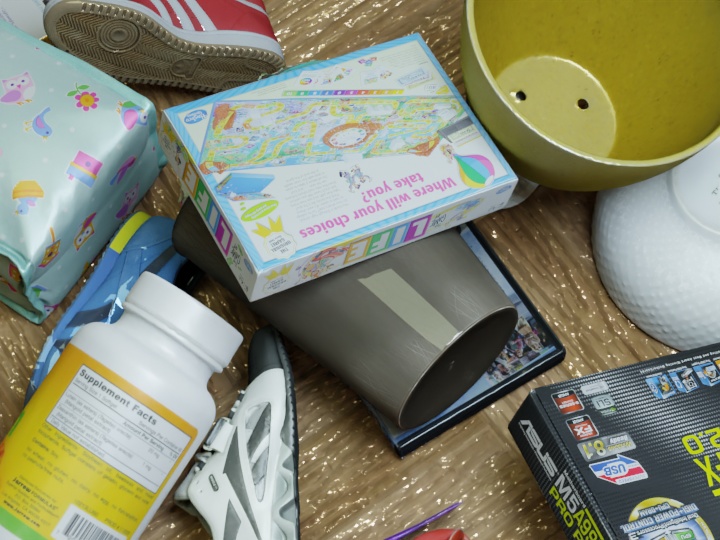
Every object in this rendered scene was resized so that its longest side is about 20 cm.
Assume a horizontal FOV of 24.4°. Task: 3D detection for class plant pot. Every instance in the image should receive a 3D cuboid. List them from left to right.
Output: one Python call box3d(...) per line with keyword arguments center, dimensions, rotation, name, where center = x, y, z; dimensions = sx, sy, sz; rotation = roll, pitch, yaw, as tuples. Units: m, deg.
box3d(center=(0.150, -0.135, 1.148), dimensions=(0.198, 0.142, 0.202), rotation=(4, 68, -11), name="plant pot")

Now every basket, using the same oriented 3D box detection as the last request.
box3d(center=(0.000, 0.000, 1.140), dimensions=(0.180, 0.137, 0.200), rotation=(-30, 65, -32), name="basket")

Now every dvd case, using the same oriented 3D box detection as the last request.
box3d(center=(0.038, 0.021, 1.209), dimensions=(0.142, 0.018, 0.201), rotation=(-29, 62, -11), name="dvd case")

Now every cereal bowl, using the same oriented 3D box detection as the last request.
box3d(center=(0.265, -0.044, 1.189), dimensions=(0.198, 0.084, 0.202), rotation=(-2, 60, 4), name="cereal bowl")

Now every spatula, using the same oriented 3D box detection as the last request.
box3d(center=(-0.010, 0.215, 1.094), dimensions=(0.200, 0.057, 0.021), rotation=(-43, 85, -11), name="spatula")

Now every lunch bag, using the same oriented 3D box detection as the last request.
box3d(center=(-0.271, -0.087, 1.237), dimensions=(0.199, 0.122, 0.171), rotation=(30, 70, 13), name="lunch bag")

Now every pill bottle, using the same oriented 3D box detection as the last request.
box3d(center=(-0.166, 0.106, 1.105), dimensions=(0.110, 0.111, 0.201), rotation=(30, 81, 20), name="pill bottle")

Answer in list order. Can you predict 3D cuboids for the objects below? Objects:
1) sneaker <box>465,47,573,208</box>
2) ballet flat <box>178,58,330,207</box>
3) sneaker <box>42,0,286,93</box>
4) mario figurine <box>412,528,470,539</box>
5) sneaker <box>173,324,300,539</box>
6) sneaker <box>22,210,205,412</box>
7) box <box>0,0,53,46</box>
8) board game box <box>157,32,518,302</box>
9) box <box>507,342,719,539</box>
box3d(center=(0.119, -0.144, 1.266), dimensions=(0.078, 0.079, 0.202), rotation=(18, 87, -15), name="sneaker")
box3d(center=(-0.074, -0.098, 1.250), dimensions=(0.076, 0.064, 0.200), rotation=(47, 46, 3), name="ballet flat")
box3d(center=(-0.156, -0.205, 1.288), dimensions=(0.198, 0.071, 0.113), rotation=(10, 50, -33), name="sneaker")
box3d(center=(0.120, 0.208, 1.043), dimensions=(0.198, 0.124, 0.107), rotation=(14, 106, 5), name="mario figurine")
box3d(center=(-0.084, 0.129, 1.128), dimensions=(0.087, 0.074, 0.202), rotation=(-2, 61, 2), name="sneaker")
box3d(center=(-0.168, 0.049, 1.185), dimensions=(0.078, 0.066, 0.201), rotation=(22, 65, 16), name="sneaker")
box3d(center=(-0.299, -0.205, 1.353), dimensions=(0.199, 0.042, 0.119), rotation=(-32, 63, -15), name="box")
box3d(center=(-0.014, -0.072, 1.087), dimensions=(0.198, 0.034, 0.135), rotation=(-20, 64, -26), name="board game box")
box3d(center=(0.216, 0.133, 1.074), dimensions=(0.198, 0.044, 0.161), rotation=(-10, 57, -29), name="box")
